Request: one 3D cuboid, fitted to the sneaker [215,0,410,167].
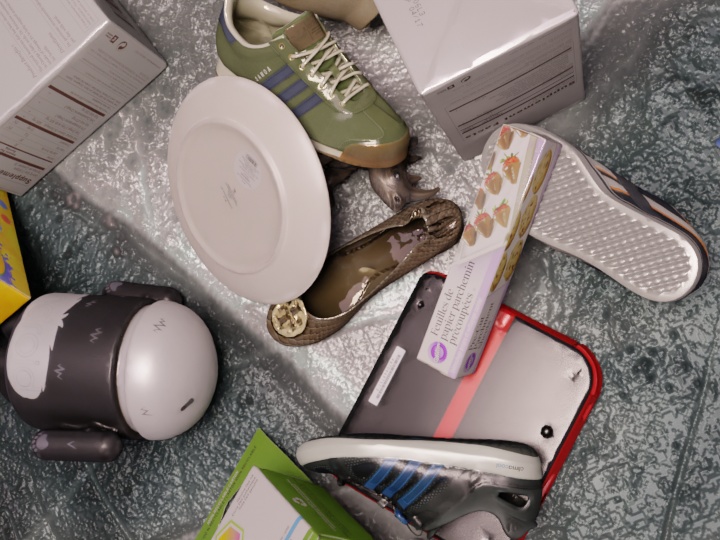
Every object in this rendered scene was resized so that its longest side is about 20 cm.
[{"bbox_3d":[-0.044,-0.164,0.756,0.200,0.090,0.067,33,54,23],"label":"sneaker"}]

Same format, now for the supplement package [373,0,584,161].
[{"bbox_3d":[0.093,-0.183,0.717,0.120,0.200,0.121,-27,78,10],"label":"supplement package"}]

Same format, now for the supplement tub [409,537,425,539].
[{"bbox_3d":[0.089,0.306,0.700,0.200,0.123,0.123,32,92,15],"label":"supplement tub"}]

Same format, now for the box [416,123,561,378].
[{"bbox_3d":[0.100,-0.014,0.729,0.039,0.041,0.200,26,104,29],"label":"box"}]

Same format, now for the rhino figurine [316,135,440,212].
[{"bbox_3d":[-0.022,-0.105,0.809,0.200,0.060,0.088,22,71,16],"label":"rhino figurine"}]

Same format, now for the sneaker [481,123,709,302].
[{"bbox_3d":[0.186,-0.044,0.742,0.200,0.079,0.078,43,113,23],"label":"sneaker"}]

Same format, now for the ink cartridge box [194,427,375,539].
[{"bbox_3d":[-0.093,0.224,0.734,0.200,0.076,0.148,31,93,50],"label":"ink cartridge box"}]

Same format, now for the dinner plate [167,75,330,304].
[{"bbox_3d":[-0.105,-0.063,0.789,0.200,0.024,0.200,17,118,35],"label":"dinner plate"}]

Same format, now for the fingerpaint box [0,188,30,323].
[{"bbox_3d":[-0.399,-0.001,0.851,0.167,0.073,0.200,-40,47,7],"label":"fingerpaint box"}]

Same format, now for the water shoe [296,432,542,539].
[{"bbox_3d":[0.040,0.170,0.729,0.200,0.071,0.079,-1,82,20],"label":"water shoe"}]

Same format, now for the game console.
[{"bbox_3d":[0.086,0.123,0.775,0.177,0.031,0.200,27,90,22],"label":"game console"}]

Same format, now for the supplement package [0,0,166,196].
[{"bbox_3d":[-0.306,-0.184,0.866,0.200,0.117,0.117,-39,76,7],"label":"supplement package"}]

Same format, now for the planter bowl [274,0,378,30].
[{"bbox_3d":[-0.007,-0.289,0.777,0.135,0.200,0.200,43,96,-12],"label":"planter bowl"}]

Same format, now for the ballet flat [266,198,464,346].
[{"bbox_3d":[0.000,0.000,0.800,0.200,0.046,0.067,-31,76,9],"label":"ballet flat"}]

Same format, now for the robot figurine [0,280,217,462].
[{"bbox_3d":[-0.223,0.084,0.811,0.200,0.125,0.151,2,89,15],"label":"robot figurine"}]

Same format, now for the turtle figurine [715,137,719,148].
[{"bbox_3d":[0.381,-0.115,0.667,0.194,0.200,0.144,-46,109,1],"label":"turtle figurine"}]
